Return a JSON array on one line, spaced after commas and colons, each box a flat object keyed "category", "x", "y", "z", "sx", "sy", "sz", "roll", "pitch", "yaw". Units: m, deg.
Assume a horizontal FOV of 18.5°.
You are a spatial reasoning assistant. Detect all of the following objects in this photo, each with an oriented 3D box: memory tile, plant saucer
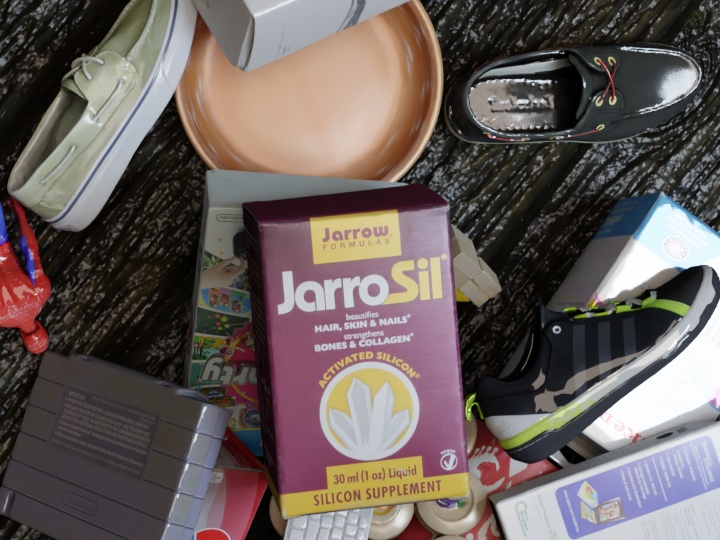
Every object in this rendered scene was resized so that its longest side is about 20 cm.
[{"category": "memory tile", "x": 0.012, "y": 0.188, "z": 1.537, "sx": 0.153, "sy": 0.017, "sz": 0.200, "roll": -2, "pitch": 73, "yaw": -2}, {"category": "plant saucer", "x": -0.040, "y": -0.142, "z": 1.630, "sx": 0.200, "sy": 0.037, "sz": 0.200, "roll": 0, "pitch": 90, "yaw": -10}]

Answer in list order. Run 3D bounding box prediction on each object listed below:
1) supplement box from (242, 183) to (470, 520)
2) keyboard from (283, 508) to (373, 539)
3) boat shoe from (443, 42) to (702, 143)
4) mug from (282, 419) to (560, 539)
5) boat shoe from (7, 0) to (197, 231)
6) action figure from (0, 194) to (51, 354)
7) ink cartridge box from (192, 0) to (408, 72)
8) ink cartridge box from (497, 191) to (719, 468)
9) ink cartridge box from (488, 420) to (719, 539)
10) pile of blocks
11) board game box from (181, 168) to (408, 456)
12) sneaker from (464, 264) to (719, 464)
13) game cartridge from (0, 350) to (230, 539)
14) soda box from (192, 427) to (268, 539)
[{"category": "supplement box", "x": -0.003, "y": 0.051, "z": 1.466, "sx": 0.131, "sy": 0.103, "sz": 0.200, "roll": -6, "pitch": 100, "yaw": -7}, {"category": "keyboard", "x": -0.020, "y": 0.167, "z": 1.527, "sx": 0.056, "sy": 0.011, "sz": 0.200, "roll": 13, "pitch": 73, "yaw": -3}, {"category": "boat shoe", "x": 0.165, "y": -0.132, "z": 1.653, "sx": 0.201, "sy": 0.063, "sz": 0.074, "roll": -8, "pitch": 89, "yaw": -11}, {"category": "mug", "x": 0.055, "y": 0.207, "z": 1.586, "sx": 0.200, "sy": 0.133, "sz": 0.178, "roll": -54, "pitch": 134, "yaw": -10}, {"category": "boat shoe", "x": -0.183, "y": -0.124, "z": 1.580, "sx": 0.062, "sy": 0.072, "sz": 0.200, "roll": 28, "pitch": 86, "yaw": -39}, {"category": "action figure", "x": -0.272, "y": -0.031, "z": 1.585, "sx": 0.065, "sy": 0.052, "sz": 0.200, "roll": -24, "pitch": 98, "yaw": -3}, {"category": "ink cartridge box", "x": -0.030, "y": -0.250, "z": 1.573, "sx": 0.200, "sy": 0.083, "sz": 0.147, "roll": -26, "pitch": 73, "yaw": -19}, {"category": "ink cartridge box", "x": 0.199, "y": 0.061, "z": 1.623, "sx": 0.129, "sy": 0.125, "sz": 0.200, "roll": 36, "pitch": 85, "yaw": -7}, {"category": "ink cartridge box", "x": 0.198, "y": 0.172, "z": 1.543, "sx": 0.200, "sy": 0.039, "sz": 0.099, "roll": -18, "pitch": 95, "yaw": -4}, {"category": "pile of blocks", "x": 0.000, "y": 0.000, "z": 1.629, "sx": 0.200, "sy": 0.062, "sz": 0.082, "roll": 7, "pitch": 118, "yaw": -10}, {"category": "board game box", "x": -0.047, "y": 0.034, "z": 1.570, "sx": 0.148, "sy": 0.064, "sz": 0.200, "roll": 4, "pitch": 119, "yaw": -9}, {"category": "sneaker", "x": 0.158, "y": 0.048, "z": 1.517, "sx": 0.200, "sy": 0.072, "sz": 0.083, "roll": -39, "pitch": 94, "yaw": -7}, {"category": "game cartridge", "x": -0.173, "y": 0.132, "z": 1.533, "sx": 0.038, "sy": 0.200, "sz": 0.130, "roll": 26, "pitch": 82, "yaw": -41}, {"category": "soda box", "x": -0.136, "y": 0.209, "z": 1.556, "sx": 0.063, "sy": 0.070, "sz": 0.200, "roll": 10, "pitch": 111, "yaw": -38}]
